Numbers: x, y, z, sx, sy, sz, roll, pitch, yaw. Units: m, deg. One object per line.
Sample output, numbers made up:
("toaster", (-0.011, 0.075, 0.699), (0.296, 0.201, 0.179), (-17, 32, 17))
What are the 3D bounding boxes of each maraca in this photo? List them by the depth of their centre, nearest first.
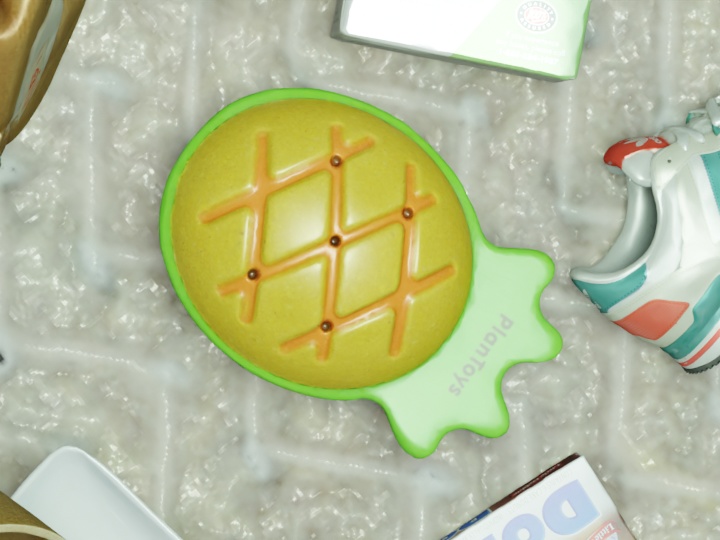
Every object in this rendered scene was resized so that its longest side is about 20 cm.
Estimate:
("maraca", (0.000, 0.000, 1.349), (0.200, 0.107, 0.137), (35, 88, -6))

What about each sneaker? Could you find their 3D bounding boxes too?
("sneaker", (0.172, -0.055, 1.380), (0.093, 0.070, 0.200), (28, 92, -11))

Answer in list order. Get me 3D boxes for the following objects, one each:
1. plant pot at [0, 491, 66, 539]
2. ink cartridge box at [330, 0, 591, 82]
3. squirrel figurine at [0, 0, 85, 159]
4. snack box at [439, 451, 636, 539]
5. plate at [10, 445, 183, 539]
("plant pot", (-0.250, 0.130, 1.290), (0.186, 0.186, 0.200), (-47, 56, -2))
("ink cartridge box", (0.061, -0.198, 1.367), (0.117, 0.067, 0.200), (11, 92, -4))
("squirrel figurine", (-0.241, -0.107, 1.313), (0.187, 0.142, 0.200), (22, 88, 1))
("snack box", (0.042, 0.172, 1.401), (0.200, 0.024, 0.072), (-33, 93, -3))
("plate", (-0.128, 0.212, 1.371), (0.200, 0.032, 0.200), (42, 99, -4))
